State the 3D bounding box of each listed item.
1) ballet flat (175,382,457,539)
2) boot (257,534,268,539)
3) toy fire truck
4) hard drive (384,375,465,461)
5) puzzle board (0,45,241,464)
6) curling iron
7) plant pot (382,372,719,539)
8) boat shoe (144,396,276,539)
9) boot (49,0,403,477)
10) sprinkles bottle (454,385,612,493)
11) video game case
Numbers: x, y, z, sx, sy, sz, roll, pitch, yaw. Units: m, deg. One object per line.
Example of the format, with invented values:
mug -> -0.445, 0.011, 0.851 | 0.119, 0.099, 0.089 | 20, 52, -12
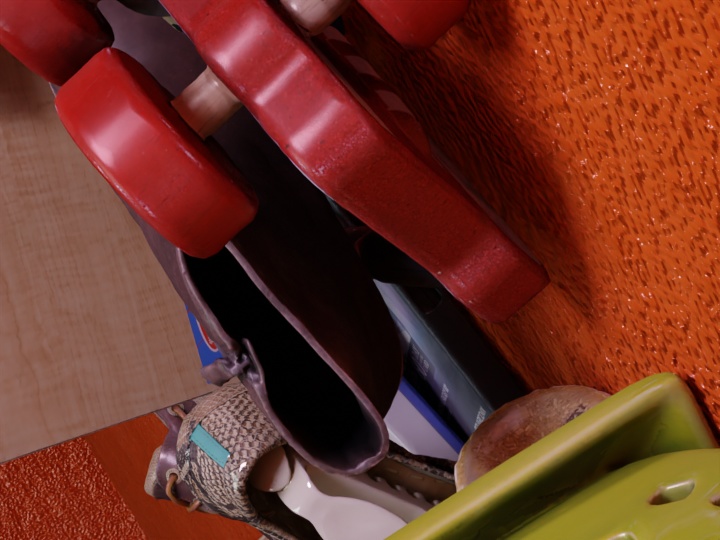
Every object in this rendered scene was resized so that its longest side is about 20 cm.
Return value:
ballet flat -> 0.023, 0.101, 0.872 | 0.200, 0.068, 0.075 | 24, -173, -29
boot -> 0.030, 0.193, 1.211 | 0.200, 0.072, 0.155 | 36, 166, 3
toy fire truck -> -0.032, -0.075, 0.730 | 0.200, 0.112, 0.168 | 49, -175, 31
hard drive -> 0.028, 0.093, 1.014 | 0.200, 0.025, 0.132 | 47, 166, -4
puzzle board -> -0.112, -0.040, 0.868 | 0.017, 0.150, 0.201 | -12, 95, 65
curling iron -> 0.000, -0.014, 0.873 | 0.200, 0.026, 0.050 | 23, 148, 56
plant pot -> 0.082, 0.162, 0.694 | 0.200, 0.199, 0.181 | 62, 173, -30
boat shoe -> -0.074, 0.091, 1.137 | 0.200, 0.072, 0.072 | 55, 174, 13
boot -> -0.049, -0.027, 0.787 | 0.200, 0.072, 0.166 | 54, -177, -5
sprinkles bottle -> 0.097, 0.133, 0.845 | 0.068, 0.068, 0.200 | 40, 161, 51
video game case -> 0.000, 0.000, 0.990 | 0.200, 0.019, 0.143 | 52, 168, 13
